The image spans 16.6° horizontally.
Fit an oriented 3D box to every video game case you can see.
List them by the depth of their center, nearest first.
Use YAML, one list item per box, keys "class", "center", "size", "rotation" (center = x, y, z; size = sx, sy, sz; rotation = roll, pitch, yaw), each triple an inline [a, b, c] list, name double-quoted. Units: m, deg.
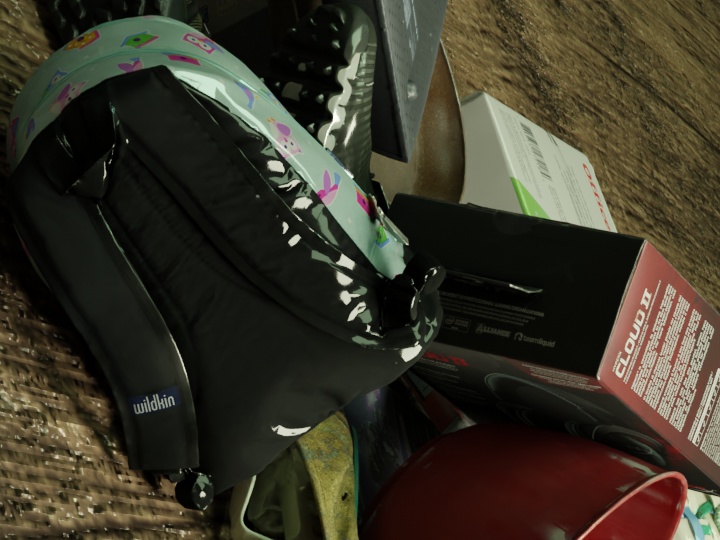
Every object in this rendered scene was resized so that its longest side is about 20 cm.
- class: "video game case"
  center: [0.025, 0.127, 1.381]
  size: [0.200, 0.019, 0.143]
  rotation: [40, 30, -49]
- class: "video game case"
  center: [0.081, 0.107, 1.404]
  size: [0.143, 0.017, 0.200]
  rotation: [43, 3, -16]

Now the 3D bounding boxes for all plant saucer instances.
- class: "plant saucer"
  center: [0.001, -0.115, 1.381]
  size: [0.200, 0.032, 0.201]
  rotation: [46, 33, -42]

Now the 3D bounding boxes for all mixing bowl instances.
- class: "mixing bowl"
  center: [0.060, 0.152, 1.233]
  size: [0.108, 0.201, 0.200]
  rotation: [36, 9, 22]

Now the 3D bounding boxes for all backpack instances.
- class: "backpack"
  center: [-0.078, -0.016, 1.119]
  size: [0.200, 0.167, 0.127]
  rotation: [51, 4, -24]

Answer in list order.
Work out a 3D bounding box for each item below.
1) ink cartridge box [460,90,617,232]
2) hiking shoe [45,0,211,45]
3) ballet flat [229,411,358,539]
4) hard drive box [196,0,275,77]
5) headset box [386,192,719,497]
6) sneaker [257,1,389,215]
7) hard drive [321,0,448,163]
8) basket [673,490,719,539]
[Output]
- class: "ink cartridge box"
  center: [0.111, -0.023, 1.699]
  size: [0.200, 0.084, 0.146]
  rotation: [23, 45, -62]
- class: "hiking shoe"
  center: [-0.108, -0.109, 1.276]
  size: [0.101, 0.075, 0.201]
  rotation: [44, 33, -69]
- class: "ballet flat"
  center: [-0.029, 0.142, 1.163]
  size: [0.071, 0.070, 0.201]
  rotation: [46, 25, -42]
- class: "hard drive box"
  center: [-0.048, -0.169, 1.482]
  size: [0.156, 0.077, 0.201]
  rotation: [46, 26, -44]
- class: "headset box"
  center: [0.100, 0.036, 1.236]
  size: [0.200, 0.148, 0.078]
  rotation: [38, 69, -52]
- class: "sneaker"
  center: [-0.018, -0.033, 1.238]
  size: [0.090, 0.066, 0.201]
  rotation: [8, 99, -42]
- class: "hard drive"
  center: [0.016, -0.166, 1.314]
  size: [0.201, 0.042, 0.135]
  rotation: [-77, 162, -48]
- class: "basket"
  center: [0.238, 0.229, 1.626]
  size: [0.200, 0.139, 0.177]
  rotation: [24, 42, -48]
